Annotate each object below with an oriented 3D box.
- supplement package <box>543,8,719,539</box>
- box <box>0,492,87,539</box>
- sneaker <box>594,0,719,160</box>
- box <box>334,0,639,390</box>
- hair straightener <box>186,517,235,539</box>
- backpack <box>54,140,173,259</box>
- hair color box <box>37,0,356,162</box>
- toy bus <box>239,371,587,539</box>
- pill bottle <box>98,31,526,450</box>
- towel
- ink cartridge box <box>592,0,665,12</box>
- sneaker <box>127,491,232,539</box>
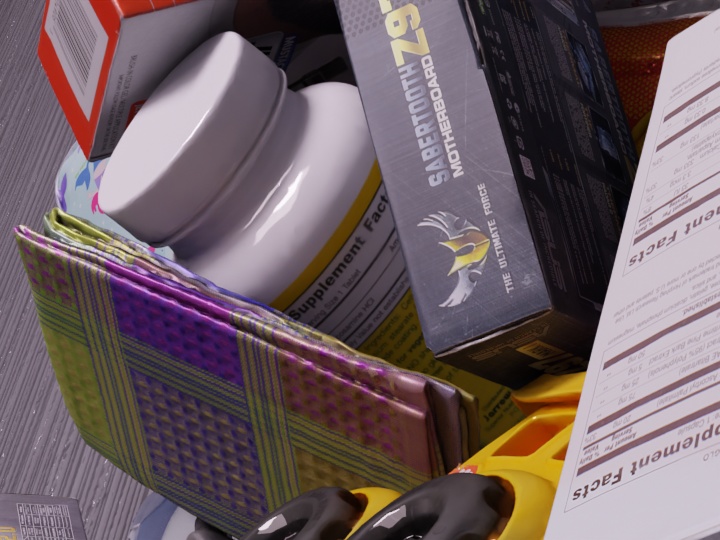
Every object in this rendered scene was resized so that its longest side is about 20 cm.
[{"bbox_3d":[0.164,0.022,0.574,0.150,0.152,0.201,-30,30,43],"label":"supplement package"},{"bbox_3d":[-0.142,0.207,0.960,0.200,0.048,0.159,-124,40,-67],"label":"box"},{"bbox_3d":[0.088,-0.061,0.904,0.199,0.073,0.077,-9,55,33],"label":"sneaker"},{"bbox_3d":[0.052,-0.056,0.803,0.051,0.158,0.201,-21,72,22],"label":"box"},{"bbox_3d":[-0.018,0.153,0.871,0.200,0.077,0.041,-123,43,-55],"label":"hair straightener"},{"bbox_3d":[-0.038,-0.023,1.043,0.178,0.150,0.200,-49,51,27],"label":"backpack"},{"bbox_3d":[-0.026,-0.120,0.928,0.199,0.064,0.111,-19,-22,-22],"label":"hair color box"},{"bbox_3d":[0.070,0.090,0.717,0.192,0.136,0.200,-46,15,-21],"label":"toy bus"},{"bbox_3d":[0.000,0.000,0.882,0.112,0.200,0.113,-43,22,23],"label":"pill bottle"},{"bbox_3d":[-0.038,0.059,0.848,0.199,0.144,0.023,22,52,28],"label":"towel"},{"bbox_3d":[0.101,-0.105,1.020,0.115,0.068,0.200,-45,23,23],"label":"ink cartridge box"},{"bbox_3d":[-0.053,0.153,0.958,0.082,0.070,0.200,-29,32,14],"label":"sneaker"}]
